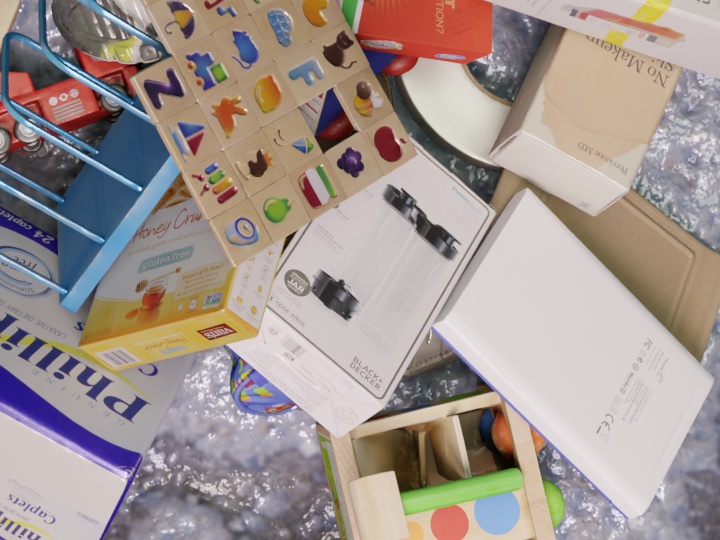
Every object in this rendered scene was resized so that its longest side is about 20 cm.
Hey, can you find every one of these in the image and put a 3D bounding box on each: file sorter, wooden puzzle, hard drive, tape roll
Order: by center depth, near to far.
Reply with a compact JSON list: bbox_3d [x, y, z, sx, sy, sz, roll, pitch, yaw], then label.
[{"bbox_3d":[-0.187,-0.106,1.432,0.122,0.139,0.200,30,112,-24],"label":"file sorter"},{"bbox_3d":[0.151,0.058,1.497,0.200,0.025,0.132,44,56,-14],"label":"hard drive"},{"bbox_3d":[0.164,0.019,1.556,0.199,0.037,0.186,33,63,-19],"label":"wooden puzzle"},{"bbox_3d":[0.119,-0.173,1.595,0.201,0.037,0.205,0,88,-6],"label":"tape roll"}]

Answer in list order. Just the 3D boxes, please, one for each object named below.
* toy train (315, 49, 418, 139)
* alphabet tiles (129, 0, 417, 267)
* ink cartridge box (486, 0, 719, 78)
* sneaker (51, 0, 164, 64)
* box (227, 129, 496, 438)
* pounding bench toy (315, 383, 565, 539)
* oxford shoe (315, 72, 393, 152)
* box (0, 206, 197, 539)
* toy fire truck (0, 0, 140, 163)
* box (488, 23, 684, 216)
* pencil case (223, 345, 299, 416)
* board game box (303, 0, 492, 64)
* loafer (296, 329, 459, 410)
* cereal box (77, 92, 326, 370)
[{"bbox_3d":[-0.058,-0.143,1.523,0.115,0.085,0.200,29,65,34],"label":"toy train"},{"bbox_3d":[-0.068,-0.126,1.362,0.167,0.008,0.201,-32,96,-34],"label":"alphabet tiles"},{"bbox_3d":[0.186,-0.236,1.461,0.198,0.083,0.146,17,74,-9],"label":"ink cartridge box"},{"bbox_3d":[-0.120,-0.202,1.523,0.198,0.085,0.075,-12,111,6],"label":"sneaker"},{"bbox_3d":[0.000,0.000,1.456,0.116,0.060,0.201,39,51,-10],"label":"box"},{"bbox_3d":[0.064,0.153,1.495,0.154,0.200,0.125,-13,89,-6],"label":"pounding bench toy"},{"bbox_3d":[-0.011,-0.058,1.557,0.070,0.075,0.202,10,87,-5],"label":"oxford shoe"},{"bbox_3d":[-0.222,0.078,1.458,0.183,0.200,0.105,29,121,-5],"label":"box"},{"bbox_3d":[-0.265,-0.152,1.545,0.198,0.049,0.142,-21,87,-9],"label":"toy fire truck"},{"bbox_3d":[0.178,-0.151,1.525,0.094,0.078,0.201,27,73,-7],"label":"box"},{"bbox_3d":[-0.087,0.003,1.509,0.078,0.087,0.201,-36,63,19],"label":"pencil case"},{"bbox_3d":[-0.002,-0.230,1.454,0.198,0.040,0.155,4,83,-30],"label":"board game box"},{"bbox_3d":[0.029,0.048,1.560,0.199,0.070,0.070,-27,91,-7],"label":"loafer"},{"bbox_3d":[-0.103,-0.038,1.418,0.039,0.143,0.201,37,53,-35],"label":"cereal box"}]
